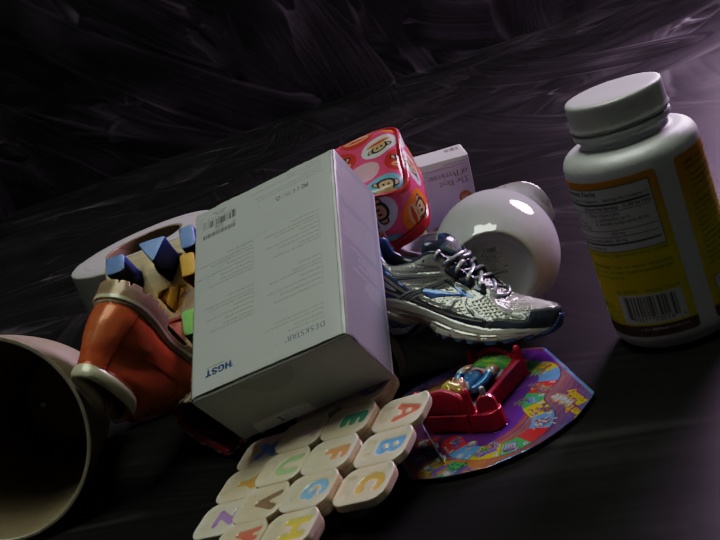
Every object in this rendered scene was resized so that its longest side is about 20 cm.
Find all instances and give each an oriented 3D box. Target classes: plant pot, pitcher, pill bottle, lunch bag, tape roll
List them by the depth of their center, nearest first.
[{"bbox_3d":[0.228,-0.049,0.866,0.108,0.202,0.109,-19,15,6],"label":"pill bottle"},{"bbox_3d":[-0.322,0.144,1.070,0.185,0.189,0.200,-20,3,6],"label":"plant pot"},{"bbox_3d":[0.112,-0.018,1.076,0.170,0.123,0.200,-17,13,13],"label":"pitcher"},{"bbox_3d":[-0.031,-0.068,1.134,0.198,0.082,0.177,-24,32,12],"label":"lunch bag"},{"bbox_3d":[-0.251,0.026,1.394,0.201,0.141,0.203,-20,16,6],"label":"tape roll"}]

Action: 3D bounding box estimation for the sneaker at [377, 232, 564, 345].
[{"bbox_3d":[0.080,0.013,0.945,0.198,0.086,0.077,9,9,22],"label":"sneaker"}]

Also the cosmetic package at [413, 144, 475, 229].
[{"bbox_3d":[0.040,-0.084,1.320,0.198,0.083,0.051,-16,23,-1],"label":"cosmetic package"}]

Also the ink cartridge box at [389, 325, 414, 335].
[{"bbox_3d":[0.048,0.015,1.206,0.118,0.042,0.200,-11,22,38],"label":"ink cartridge box"}]

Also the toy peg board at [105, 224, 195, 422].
[{"bbox_3d":[-0.194,0.029,1.177,0.198,0.098,0.201,-19,59,8],"label":"toy peg board"}]

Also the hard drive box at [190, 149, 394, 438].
[{"bbox_3d":[-0.063,0.018,0.934,0.155,0.077,0.202,-24,48,22],"label":"hard drive box"}]

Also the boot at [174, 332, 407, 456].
[{"bbox_3d":[-0.067,0.105,1.002,0.198,0.074,0.150,6,36,42],"label":"boot"}]

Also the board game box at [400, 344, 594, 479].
[{"bbox_3d":[0.091,0.094,0.874,0.156,0.039,0.200,-23,16,-3],"label":"board game box"}]

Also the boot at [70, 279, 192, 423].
[{"bbox_3d":[-0.201,0.110,1.024,0.074,0.200,0.108,-5,52,27],"label":"boot"}]

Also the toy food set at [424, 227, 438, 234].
[{"bbox_3d":[-0.002,-0.038,1.410,0.198,0.061,0.143,-10,19,37],"label":"toy food set"}]

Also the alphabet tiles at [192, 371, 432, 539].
[{"bbox_3d":[-0.040,0.151,0.842,0.194,0.015,0.200,-20,23,35],"label":"alphabet tiles"}]
